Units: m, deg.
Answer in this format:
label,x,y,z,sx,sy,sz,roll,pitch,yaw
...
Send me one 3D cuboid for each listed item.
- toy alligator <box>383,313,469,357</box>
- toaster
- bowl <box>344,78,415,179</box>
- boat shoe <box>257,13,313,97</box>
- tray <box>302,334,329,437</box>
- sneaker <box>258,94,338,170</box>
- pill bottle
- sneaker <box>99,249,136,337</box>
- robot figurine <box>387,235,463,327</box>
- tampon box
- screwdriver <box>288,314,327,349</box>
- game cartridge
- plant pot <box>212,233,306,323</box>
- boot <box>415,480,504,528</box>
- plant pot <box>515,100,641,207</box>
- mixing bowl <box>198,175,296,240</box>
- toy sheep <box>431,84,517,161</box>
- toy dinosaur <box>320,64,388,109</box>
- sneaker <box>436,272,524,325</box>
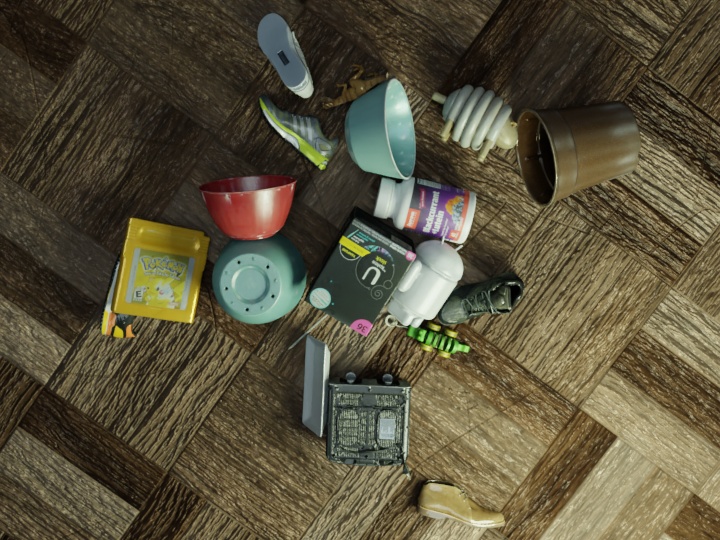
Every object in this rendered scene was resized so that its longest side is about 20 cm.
label,x,y,z,sx,sy,sz,roll,pitch,yaw
toy alligator,0.144,0.142,1.597,0.198,0.054,0.060,20,95,-2
toaster,0.018,0.325,1.584,0.179,0.119,0.202,2,95,0
bowl,0.035,-0.280,1.498,0.104,0.201,0.203,-5,96,20
boat shoe,-0.146,-0.438,1.528,0.074,0.086,0.203,-33,66,8
tray,-0.093,0.246,1.589,0.022,0.107,0.202,1,96,-25
sneaker,-0.131,-0.302,1.548,0.200,0.074,0.081,41,88,-12
pill bottle,0.131,-0.132,1.539,0.198,0.111,0.113,13,96,-1
sneaker,-0.497,0.048,1.587,0.089,0.070,0.202,15,94,-21
robot figurine,0.138,0.021,1.540,0.113,0.169,0.201,40,103,29
tampon box,0.000,0.000,1.506,0.149,0.126,0.201,29,104,-6
screwdriver,-0.082,0.108,1.608,0.200,0.028,0.029,-47,123,6
game cartridge,-0.420,0.002,1.559,0.175,0.032,0.202,10,96,-26
plant pot,-0.218,0.020,1.530,0.198,0.161,0.203,0,96,1
boot,0.227,0.518,1.633,0.198,0.074,0.076,13,86,1
plant pot,0.443,-0.248,1.498,0.196,0.200,0.202,-13,96,-7
mixing bowl,-0.225,-0.126,1.506,0.198,0.200,0.110,-3,107,0
toy sheep,0.233,-0.311,1.514,0.199,0.138,0.139,29,95,3
toy dinosaur,0.007,-0.378,1.512,0.199,0.107,0.060,-18,132,39
sneaker,0.255,0.063,1.561,0.198,0.114,0.077,-20,94,4
